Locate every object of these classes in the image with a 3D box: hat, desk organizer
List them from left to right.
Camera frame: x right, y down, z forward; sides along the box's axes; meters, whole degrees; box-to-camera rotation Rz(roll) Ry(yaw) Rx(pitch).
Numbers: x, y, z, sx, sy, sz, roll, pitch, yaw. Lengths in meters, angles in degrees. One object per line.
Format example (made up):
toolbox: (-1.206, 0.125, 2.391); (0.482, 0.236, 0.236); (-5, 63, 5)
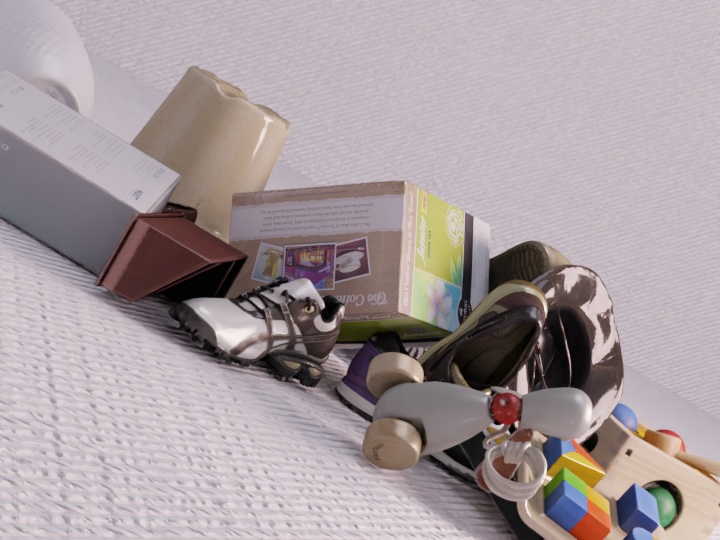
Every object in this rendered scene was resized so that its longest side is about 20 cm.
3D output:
desk organizer: (-0.164, -0.002, 1.450); (0.077, 0.072, 0.200); (30, 4, 4)
hat: (0.177, 0.090, 1.616); (0.081, 0.201, 0.200); (-3, -22, 45)

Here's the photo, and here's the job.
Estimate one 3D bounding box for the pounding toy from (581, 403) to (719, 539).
pounding toy: (0.330, 0.225, 1.794); (0.184, 0.142, 0.200); (29, 7, -20)

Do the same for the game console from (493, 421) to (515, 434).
game console: (0.122, 0.178, 1.729); (0.176, 0.116, 0.200); (62, 6, -4)

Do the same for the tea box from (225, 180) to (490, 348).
tea box: (0.000, 0.000, 1.624); (0.200, 0.134, 0.197); (-3, -12, 29)

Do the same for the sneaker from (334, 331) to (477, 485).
sneaker: (0.081, 0.133, 1.552); (0.200, 0.088, 0.076); (32, 6, -1)

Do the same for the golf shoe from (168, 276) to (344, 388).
golf shoe: (-0.089, 0.039, 1.445); (0.078, 0.095, 0.200); (37, 10, 33)

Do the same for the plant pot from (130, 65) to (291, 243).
plant pot: (-0.178, -0.120, 1.824); (0.200, 0.184, 0.200); (32, 6, -4)

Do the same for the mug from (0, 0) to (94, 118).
mug: (-0.349, -0.180, 1.755); (0.200, 0.147, 0.175); (64, -4, -33)

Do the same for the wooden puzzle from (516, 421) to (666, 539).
wooden puzzle: (0.219, 0.218, 1.443); (0.200, 0.046, 0.185); (42, 18, -9)

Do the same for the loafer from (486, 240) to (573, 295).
loafer: (0.146, 0.023, 1.696); (0.068, 0.076, 0.200); (14, -20, -35)

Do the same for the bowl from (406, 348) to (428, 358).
bowl: (0.084, 0.045, 1.844); (0.200, 0.094, 0.201); (13, 6, -1)

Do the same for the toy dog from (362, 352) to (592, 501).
toy dog: (0.092, 0.139, 1.388); (0.200, 0.132, 0.096); (18, -33, 23)

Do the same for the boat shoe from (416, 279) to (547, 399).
boat shoe: (0.094, 0.094, 1.466); (0.073, 0.200, 0.065); (33, 21, -8)

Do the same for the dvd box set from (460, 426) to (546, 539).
dvd box set: (0.188, 0.221, 1.503); (0.200, 0.029, 0.146); (26, 23, -43)

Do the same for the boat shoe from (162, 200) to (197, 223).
boat shoe: (-0.250, -0.076, 1.636); (0.200, 0.072, 0.072); (26, 8, -34)

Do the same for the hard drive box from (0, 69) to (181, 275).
hard drive box: (-0.280, -0.092, 1.486); (0.200, 0.077, 0.156); (31, 17, -3)
